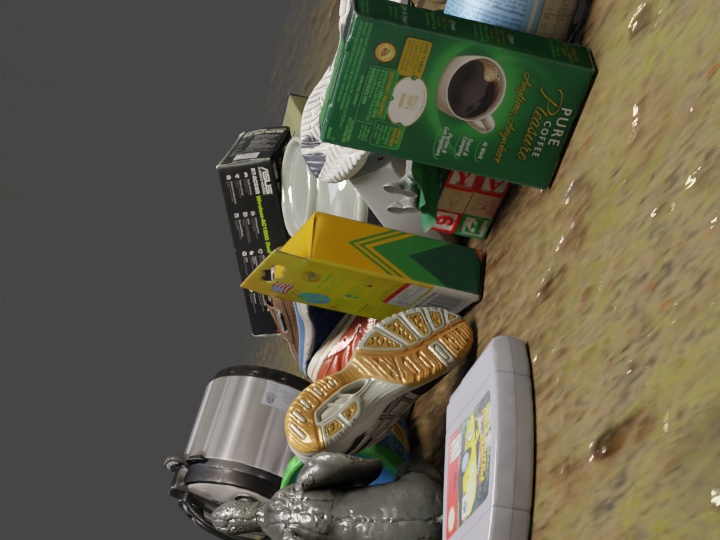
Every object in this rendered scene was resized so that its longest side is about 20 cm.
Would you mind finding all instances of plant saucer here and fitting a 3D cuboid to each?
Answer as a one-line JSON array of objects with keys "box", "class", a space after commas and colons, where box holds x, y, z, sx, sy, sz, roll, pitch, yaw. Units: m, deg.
[{"box": [-0.044, -0.085, 1.652, 0.200, 0.050, 0.200, 179, 90, -71], "class": "plant saucer"}]

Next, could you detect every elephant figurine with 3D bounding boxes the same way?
[{"box": [-0.021, 0.227, 1.430, 0.142, 0.200, 0.155, -96, 20, -56], "class": "elephant figurine"}]

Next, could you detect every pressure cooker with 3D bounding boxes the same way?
[{"box": [-0.131, 0.235, 1.955, 0.179, 0.176, 0.200, 52, -135, -48], "class": "pressure cooker"}]

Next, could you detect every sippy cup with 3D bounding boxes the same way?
[{"box": [-0.005, 0.193, 1.594, 0.178, 0.140, 0.130, -44, 16, 25], "class": "sippy cup"}]

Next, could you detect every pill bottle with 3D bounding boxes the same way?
[{"box": [0.128, -0.224, 1.355, 0.109, 0.109, 0.200, -108, 31, -67], "class": "pill bottle"}]

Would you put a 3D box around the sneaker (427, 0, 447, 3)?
[{"box": [0.109, -0.274, 1.476, 0.200, 0.067, 0.090, -49, -24, -41], "class": "sneaker"}]

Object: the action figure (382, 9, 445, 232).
[{"box": [0.058, -0.149, 1.452, 0.118, 0.055, 0.200, 82, -162, -65], "class": "action figure"}]

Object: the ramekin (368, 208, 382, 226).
[{"box": [0.014, -0.067, 1.770, 0.200, 0.105, 0.200, -169, 90, -78], "class": "ramekin"}]

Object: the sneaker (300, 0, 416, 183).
[{"box": [0.010, -0.179, 1.510, 0.130, 0.079, 0.199, -10, -70, -71], "class": "sneaker"}]

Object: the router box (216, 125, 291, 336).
[{"box": [-0.097, -0.045, 1.774, 0.150, 0.062, 0.200, -75, -25, -71], "class": "router box"}]

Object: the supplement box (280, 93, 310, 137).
[{"box": [-0.037, -0.092, 1.964, 0.200, 0.134, 0.200, -118, 40, -73], "class": "supplement box"}]

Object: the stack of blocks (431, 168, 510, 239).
[{"box": [0.103, -0.143, 1.524, 0.115, 0.059, 0.200, 112, 164, -44], "class": "stack of blocks"}]

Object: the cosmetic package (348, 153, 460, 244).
[{"box": [0.044, -0.119, 1.594, 0.151, 0.052, 0.200, 54, -155, -41], "class": "cosmetic package"}]

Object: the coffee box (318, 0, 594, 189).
[{"box": [0.076, -0.143, 1.306, 0.044, 0.200, 0.123, -93, 16, -55], "class": "coffee box"}]

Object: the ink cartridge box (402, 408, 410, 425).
[{"box": [0.003, 0.165, 1.769, 0.198, 0.047, 0.200, -103, 24, -58], "class": "ink cartridge box"}]

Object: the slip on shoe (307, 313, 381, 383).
[{"box": [0.025, 0.048, 1.660, 0.200, 0.061, 0.074, -55, -23, 6], "class": "slip on shoe"}]

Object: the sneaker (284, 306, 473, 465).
[{"box": [0.016, 0.109, 1.479, 0.076, 0.200, 0.088, 50, 165, 28], "class": "sneaker"}]

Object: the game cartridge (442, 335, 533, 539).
[{"box": [0.103, 0.160, 1.308, 0.133, 0.041, 0.200, 124, 154, -54], "class": "game cartridge"}]

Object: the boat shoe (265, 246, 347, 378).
[{"box": [-0.056, 0.037, 1.666, 0.072, 0.072, 0.200, -42, -24, -25], "class": "boat shoe"}]

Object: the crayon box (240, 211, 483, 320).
[{"box": [0.000, 0.000, 1.512, 0.127, 0.200, 0.051, 140, 139, -64], "class": "crayon box"}]
